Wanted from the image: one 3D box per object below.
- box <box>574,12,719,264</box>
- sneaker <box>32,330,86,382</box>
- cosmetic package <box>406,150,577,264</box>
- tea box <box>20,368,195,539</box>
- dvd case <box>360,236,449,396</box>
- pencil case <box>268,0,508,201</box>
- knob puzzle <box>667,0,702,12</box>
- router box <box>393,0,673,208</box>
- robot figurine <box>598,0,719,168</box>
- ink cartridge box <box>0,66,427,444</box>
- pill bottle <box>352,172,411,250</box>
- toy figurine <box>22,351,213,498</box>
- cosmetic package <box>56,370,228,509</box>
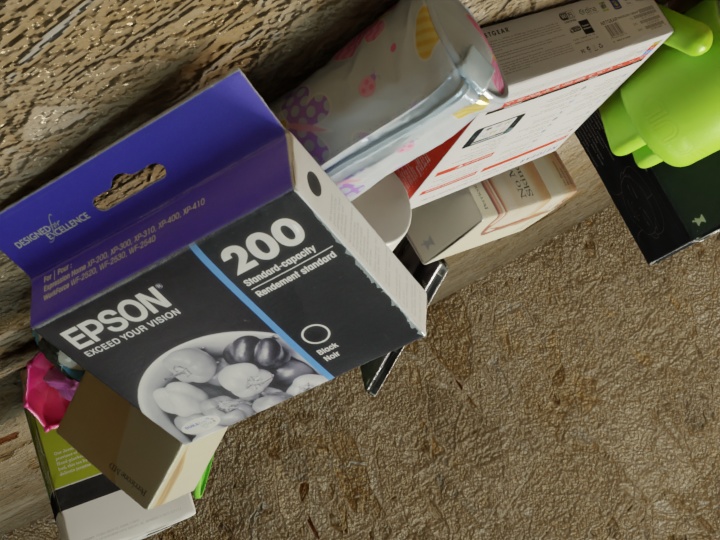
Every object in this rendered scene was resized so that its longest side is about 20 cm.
[{"bbox_3d":[0.326,-0.130,0.969,0.122,0.203,0.197,-28,172,3],"label":"box"},{"bbox_3d":[-0.185,0.025,0.761,0.086,0.076,0.200,-38,177,24],"label":"sneaker"},{"bbox_3d":[0.120,-0.086,0.919,0.087,0.105,0.198,-36,170,39],"label":"cosmetic package"},{"bbox_3d":[-0.282,0.202,1.014,0.131,0.200,0.200,-15,167,-23],"label":"tea box"},{"bbox_3d":[0.036,0.028,0.987,0.150,0.016,0.200,-61,-168,13],"label":"dvd case"},{"bbox_3d":[-0.009,-0.084,0.551,0.198,0.083,0.091,-32,-162,25],"label":"pencil case"},{"bbox_3d":[0.361,-0.272,0.733,0.215,0.031,0.220,-14,175,-1],"label":"knob puzzle"},{"bbox_3d":[0.128,-0.137,0.751,0.198,0.049,0.180,-23,166,-31],"label":"router box"},{"bbox_3d":[0.302,-0.167,0.789,0.173,0.118,0.199,16,146,-39],"label":"robot figurine"},{"bbox_3d":[-0.090,0.008,0.542,0.196,0.044,0.200,-26,130,21],"label":"ink cartridge box"},{"bbox_3d":[-0.043,-0.007,0.786,0.115,0.117,0.200,-20,160,-39],"label":"pill bottle"},{"bbox_3d":[-0.218,0.115,0.840,0.180,0.153,0.200,12,170,-4],"label":"toy figurine"},{"bbox_3d":[-0.133,0.061,0.691,0.203,0.104,0.071,-62,162,10],"label":"cosmetic package"}]
